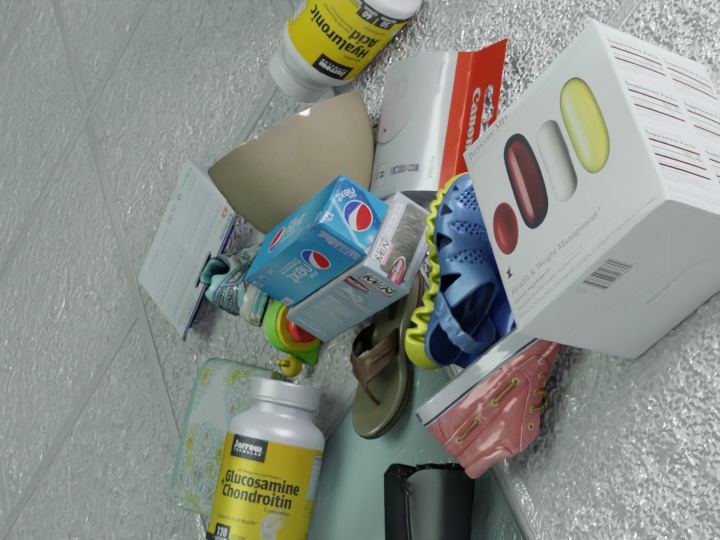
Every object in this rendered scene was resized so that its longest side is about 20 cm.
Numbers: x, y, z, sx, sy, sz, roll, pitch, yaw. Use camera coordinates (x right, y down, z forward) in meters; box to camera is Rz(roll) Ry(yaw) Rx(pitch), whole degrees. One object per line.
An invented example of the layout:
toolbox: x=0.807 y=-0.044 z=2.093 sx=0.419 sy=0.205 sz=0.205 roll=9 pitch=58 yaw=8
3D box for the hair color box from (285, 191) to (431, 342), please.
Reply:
hair color box: x=0.000 y=0.000 z=1.560 sx=0.200 sy=0.060 sz=0.099 roll=-34 pitch=27 yaw=58

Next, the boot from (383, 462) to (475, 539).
boot: x=0.040 y=0.281 z=1.424 sx=0.200 sy=0.076 sz=0.169 roll=-20 pitch=65 yaw=44

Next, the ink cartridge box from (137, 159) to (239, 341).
ink cartridge box: x=-0.229 y=-0.027 z=1.984 sx=0.200 sy=0.040 sz=0.200 roll=46 pitch=115 yaw=53

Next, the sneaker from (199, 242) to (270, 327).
sneaker: x=-0.153 y=0.000 z=1.780 sx=0.200 sy=0.086 sz=0.078 roll=-105 pitch=35 yaw=-74

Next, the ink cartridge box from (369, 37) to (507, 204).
ink cartridge box: x=0.079 y=-0.161 z=1.549 sx=0.200 sy=0.057 sz=0.163 roll=163 pitch=118 yaw=-67

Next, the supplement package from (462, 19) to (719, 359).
supplement package: x=0.219 y=-0.066 z=1.235 sx=0.191 sy=0.147 sz=0.201 roll=-46 pitch=44 yaw=37

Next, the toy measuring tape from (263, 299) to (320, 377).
toy measuring tape: x=-0.073 y=0.026 z=1.705 sx=0.073 sy=0.073 sz=0.201 roll=0 pitch=78 yaw=56

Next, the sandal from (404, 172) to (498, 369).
sandal: x=0.106 y=0.004 z=1.401 sx=0.087 sy=0.079 sz=0.201 roll=13 pitch=97 yaw=54

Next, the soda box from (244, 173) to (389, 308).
soda box: x=-0.050 y=-0.028 z=1.533 sx=0.200 sy=0.064 sz=0.068 roll=-32 pitch=28 yaw=57

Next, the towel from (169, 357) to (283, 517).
towel: x=-0.166 y=0.215 z=1.793 sx=0.171 sy=0.048 sz=0.201 roll=7 pitch=83 yaw=54

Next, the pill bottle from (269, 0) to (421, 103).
pill bottle: x=-0.024 y=-0.293 z=1.722 sx=0.200 sy=0.111 sz=0.112 roll=-43 pitch=45 yaw=40

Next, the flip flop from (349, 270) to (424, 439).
flip flop: x=0.020 y=0.083 z=1.551 sx=0.081 sy=0.057 sz=0.201 roll=2 pitch=76 yaw=52

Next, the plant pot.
plant pot: x=-0.058 y=-0.100 z=1.654 sx=0.200 sy=0.200 sz=0.135 roll=-30 pitch=88 yaw=48

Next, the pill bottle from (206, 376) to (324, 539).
pill bottle: x=-0.103 y=0.226 z=1.617 sx=0.112 sy=0.112 sz=0.201 roll=2 pitch=79 yaw=56

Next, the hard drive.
hard drive: x=0.134 y=0.002 z=1.445 sx=0.132 sy=0.025 sz=0.201 roll=23 pitch=97 yaw=57

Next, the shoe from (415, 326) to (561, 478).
shoe: x=0.153 y=0.107 z=1.344 sx=0.200 sy=0.071 sz=0.091 roll=-40 pitch=87 yaw=10
